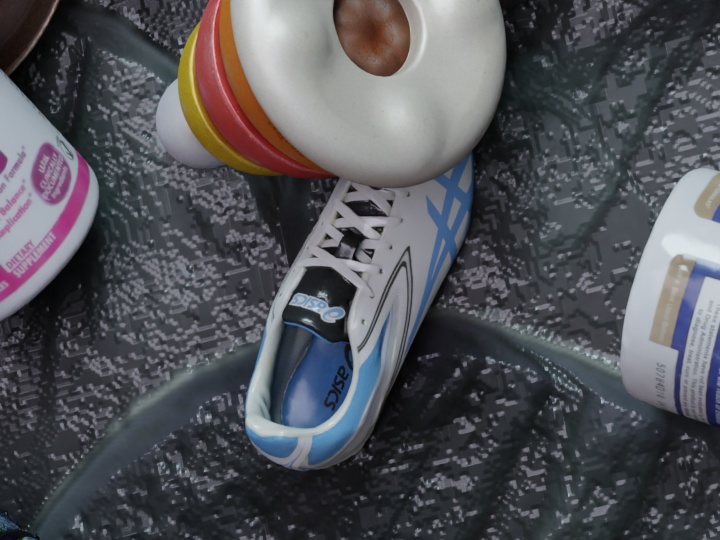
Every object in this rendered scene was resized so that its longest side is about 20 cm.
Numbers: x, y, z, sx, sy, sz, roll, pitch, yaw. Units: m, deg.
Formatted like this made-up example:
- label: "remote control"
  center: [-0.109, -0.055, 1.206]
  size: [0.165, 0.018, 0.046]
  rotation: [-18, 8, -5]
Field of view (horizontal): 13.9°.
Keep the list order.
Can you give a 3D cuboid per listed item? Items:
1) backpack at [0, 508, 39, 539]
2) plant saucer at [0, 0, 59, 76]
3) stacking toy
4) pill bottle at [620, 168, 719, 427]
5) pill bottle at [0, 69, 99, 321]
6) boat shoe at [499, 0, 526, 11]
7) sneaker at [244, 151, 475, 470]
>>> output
- label: "backpack"
  center: [-0.195, 0.204, 1.399]
  size: [0.200, 0.147, 0.184]
  rotation: [32, 95, 22]
- label: "plant saucer"
  center: [-0.232, -0.170, 1.507]
  size: [0.199, 0.037, 0.202]
  rotation: [-2, 83, 17]
- label: "stacking toy"
  center: [-0.040, -0.093, 1.381]
  size: [0.200, 0.146, 0.147]
  rotation: [-19, 76, 54]
- label: "pill bottle"
  center: [0.225, 0.033, 1.306]
  size: [0.199, 0.111, 0.111]
  rotation: [18, 90, 18]
- label: "pill bottle"
  center: [-0.226, -0.073, 1.401]
  size: [0.113, 0.200, 0.114]
  rotation: [-29, 33, 21]
- label: "boat shoe"
  center: [0.103, -0.178, 1.384]
  size: [0.199, 0.074, 0.074]
  rotation: [-15, 80, 14]
- label: "sneaker"
  center: [0.000, 0.000, 1.400]
  size: [0.072, 0.072, 0.201]
  rotation: [19, 89, 20]
